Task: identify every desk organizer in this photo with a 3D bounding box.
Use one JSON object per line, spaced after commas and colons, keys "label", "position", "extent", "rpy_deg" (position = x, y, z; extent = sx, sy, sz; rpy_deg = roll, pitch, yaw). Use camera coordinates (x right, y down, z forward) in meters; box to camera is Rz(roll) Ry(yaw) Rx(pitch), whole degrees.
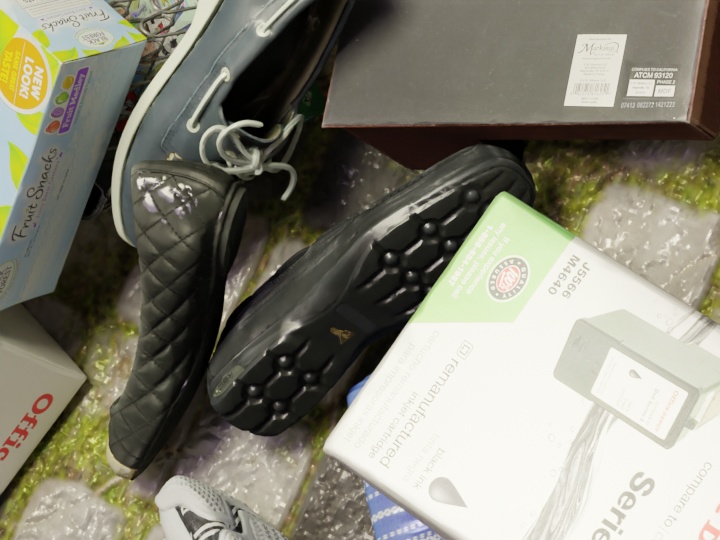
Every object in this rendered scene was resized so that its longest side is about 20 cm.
{"label": "desk organizer", "position": [0.090, -0.091, 1.372], "extent": [0.200, 0.077, 0.072], "rpy_deg": [1, 74, 34]}

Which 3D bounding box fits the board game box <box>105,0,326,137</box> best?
{"label": "board game box", "position": [-0.110, -0.145, 1.485], "extent": [0.135, 0.029, 0.200], "rpy_deg": [-28, 84, 38]}

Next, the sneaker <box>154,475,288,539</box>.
{"label": "sneaker", "position": [-0.066, 0.195, 1.371], "extent": [0.115, 0.075, 0.200], "rpy_deg": [-47, 54, 11]}

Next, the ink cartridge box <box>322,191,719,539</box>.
{"label": "ink cartridge box", "position": [0.109, 0.081, 1.267], "extent": [0.200, 0.084, 0.146], "rpy_deg": [32, 85, 29]}

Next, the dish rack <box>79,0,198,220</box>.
{"label": "dish rack", "position": [-0.135, -0.145, 1.444], "extent": [0.153, 0.055, 0.200], "rpy_deg": [45, 132, 19]}

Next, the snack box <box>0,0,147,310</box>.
{"label": "snack box", "position": [-0.217, -0.103, 1.451], "extent": [0.200, 0.068, 0.169], "rpy_deg": [40, 127, 23]}

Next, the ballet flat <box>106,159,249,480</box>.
{"label": "ballet flat", "position": [-0.100, 0.024, 1.419], "extent": [0.057, 0.066, 0.200], "rpy_deg": [21, 127, 5]}

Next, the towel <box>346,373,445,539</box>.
{"label": "towel", "position": [0.068, 0.118, 1.344], "extent": [0.145, 0.024, 0.200], "rpy_deg": [-25, 61, 25]}

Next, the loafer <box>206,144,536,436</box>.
{"label": "loafer", "position": [0.000, 0.000, 1.402], "extent": [0.201, 0.068, 0.070], "rpy_deg": [-40, 34, 20]}

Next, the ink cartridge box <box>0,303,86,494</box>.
{"label": "ink cartridge box", "position": [-0.279, 0.047, 1.489], "extent": [0.147, 0.200, 0.145], "rpy_deg": [-52, 51, 7]}

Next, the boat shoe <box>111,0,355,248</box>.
{"label": "boat shoe", "position": [-0.058, -0.080, 1.401], "extent": [0.062, 0.075, 0.200], "rpy_deg": [46, 116, 32]}
